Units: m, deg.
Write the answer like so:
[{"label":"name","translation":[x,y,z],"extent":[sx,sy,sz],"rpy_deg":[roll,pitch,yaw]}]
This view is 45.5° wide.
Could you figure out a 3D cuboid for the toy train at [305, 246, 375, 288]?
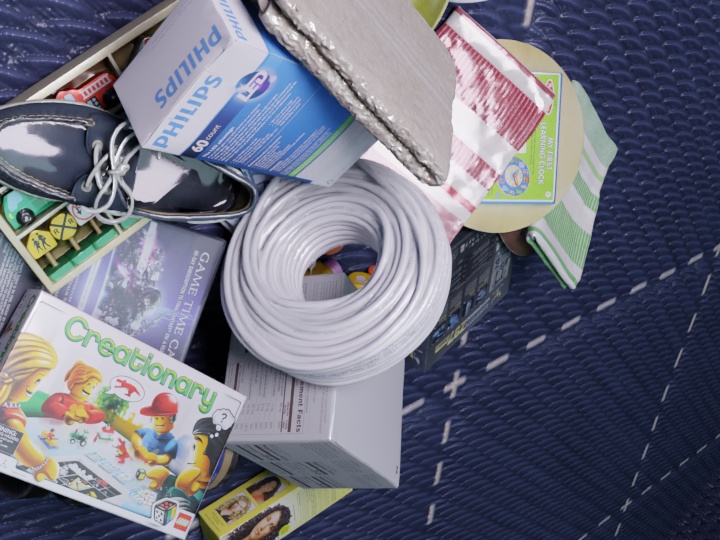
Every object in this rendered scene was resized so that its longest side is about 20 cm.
[{"label":"toy train","translation":[0.000,0.000,0.908],"extent":[0.151,0.056,0.200],"rpy_deg":[-55,142,2]}]

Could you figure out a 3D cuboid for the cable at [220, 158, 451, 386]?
[{"label":"cable","translation":[-0.023,-0.001,0.729],"extent":[0.200,0.199,0.069],"rpy_deg":[-51,150,-12]}]

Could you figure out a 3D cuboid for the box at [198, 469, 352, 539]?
[{"label":"box","translation":[-0.092,0.271,1.021],"extent":[0.199,0.050,0.076],"rpy_deg":[-29,135,-30]}]

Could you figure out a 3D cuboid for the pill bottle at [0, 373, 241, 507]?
[{"label":"pill bottle","translation":[-0.209,0.147,0.756],"extent":[0.199,0.112,0.112],"rpy_deg":[8,112,-48]}]

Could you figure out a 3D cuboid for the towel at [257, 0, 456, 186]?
[{"label":"towel","translation":[0.005,-0.161,0.608],"extent":[0.200,0.034,0.133],"rpy_deg":[41,43,-37]}]

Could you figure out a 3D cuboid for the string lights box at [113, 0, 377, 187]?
[{"label":"string lights box","translation":[-0.063,-0.125,0.622],"extent":[0.103,0.059,0.199],"rpy_deg":[-40,155,26]}]

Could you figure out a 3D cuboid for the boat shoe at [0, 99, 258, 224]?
[{"label":"boat shoe","translation":[-0.165,-0.069,0.601],"extent":[0.199,0.062,0.075],"rpy_deg":[15,95,-39]}]

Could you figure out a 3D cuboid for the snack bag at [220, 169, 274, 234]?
[{"label":"snack bag","translation":[-0.086,-0.131,0.749],"extent":[0.189,0.021,0.200],"rpy_deg":[-51,139,-5]}]

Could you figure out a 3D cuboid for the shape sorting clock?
[{"label":"shape sorting clock","translation":[0.146,-0.141,0.907],"extent":[0.199,0.039,0.201],"rpy_deg":[-2,98,-12]}]

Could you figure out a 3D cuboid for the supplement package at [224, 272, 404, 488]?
[{"label":"supplement package","translation":[-0.037,0.115,0.836],"extent":[0.200,0.110,0.157],"rpy_deg":[53,37,-59]}]

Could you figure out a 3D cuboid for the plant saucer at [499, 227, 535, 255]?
[{"label":"plant saucer","translation":[0.215,-0.116,1.007],"extent":[0.200,0.032,0.202],"rpy_deg":[-13,106,-51]}]

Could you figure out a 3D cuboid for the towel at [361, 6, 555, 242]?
[{"label":"towel","translation":[0.088,-0.141,0.863],"extent":[0.144,0.023,0.200],"rpy_deg":[38,88,-14]}]

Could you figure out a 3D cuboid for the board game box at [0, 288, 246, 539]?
[{"label":"board game box","translation":[-0.195,0.116,0.666],"extent":[0.200,0.035,0.127],"rpy_deg":[34,69,-35]}]

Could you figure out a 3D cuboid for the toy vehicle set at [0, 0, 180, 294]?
[{"label":"toy vehicle set","translation":[-0.185,-0.093,0.636],"extent":[0.200,0.026,0.125],"rpy_deg":[-41,124,-19]}]

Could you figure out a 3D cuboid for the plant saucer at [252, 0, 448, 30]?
[{"label":"plant saucer","translation":[-0.026,-0.233,0.649],"extent":[0.199,0.031,0.201],"rpy_deg":[-6,132,-6]}]

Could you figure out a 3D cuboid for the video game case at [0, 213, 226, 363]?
[{"label":"video game case","translation":[-0.215,0.015,0.677],"extent":[0.199,0.019,0.144],"rpy_deg":[18,93,-39]}]

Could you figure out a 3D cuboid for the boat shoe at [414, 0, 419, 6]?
[{"label":"boat shoe","translation":[0.019,-0.235,0.728],"extent":[0.068,0.074,0.199],"rpy_deg":[-20,138,20]}]

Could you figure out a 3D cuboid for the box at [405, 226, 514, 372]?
[{"label":"box","translation":[0.116,0.001,1.001],"extent":[0.200,0.051,0.158],"rpy_deg":[-37,140,-41]}]

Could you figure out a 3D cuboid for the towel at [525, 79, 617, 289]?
[{"label":"towel","translation":[0.252,-0.096,1.015],"extent":[0.152,0.023,0.201],"rpy_deg":[40,66,-48]}]

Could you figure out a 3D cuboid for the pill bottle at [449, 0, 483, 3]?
[{"label":"pill bottle","translation":[0.087,-0.332,0.704],"extent":[0.112,0.112,0.201],"rpy_deg":[-35,138,-22]}]
